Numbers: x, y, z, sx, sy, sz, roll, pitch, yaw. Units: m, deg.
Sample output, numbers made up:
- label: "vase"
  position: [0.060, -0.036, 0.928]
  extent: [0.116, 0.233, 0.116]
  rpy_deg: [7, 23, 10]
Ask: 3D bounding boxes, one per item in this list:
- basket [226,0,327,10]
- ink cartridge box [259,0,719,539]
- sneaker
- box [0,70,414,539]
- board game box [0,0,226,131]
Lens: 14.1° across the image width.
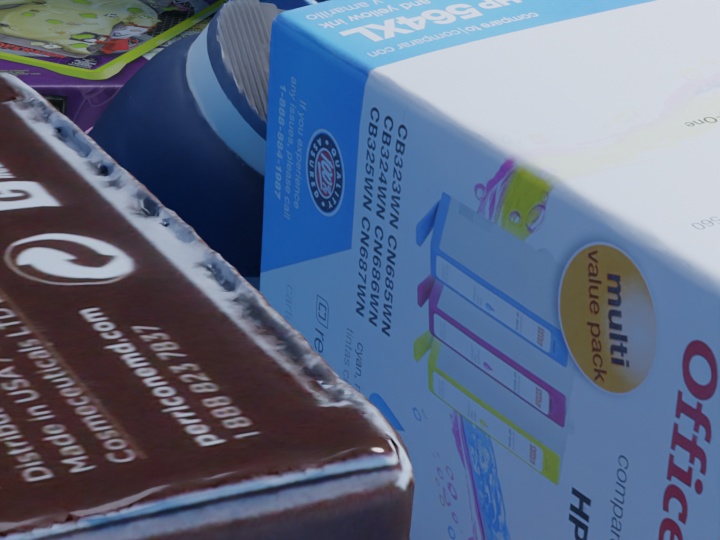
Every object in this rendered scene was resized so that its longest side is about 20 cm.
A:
- label: "basket"
  position: [0.017, -0.114, 0.877]
  extent: [0.139, 0.176, 0.200]
  rpy_deg: [-32, 35, 27]
- label: "ink cartridge box"
  position: [0.081, 0.022, 0.647]
  extent: [0.125, 0.129, 0.200]
  rpy_deg: [-13, 30, -31]
- label: "sneaker"
  position: [0.000, 0.000, 0.781]
  extent: [0.200, 0.082, 0.070]
  rpy_deg: [35, 31, -40]
- label: "box"
  position: [-0.104, 0.094, 0.477]
  extent: [0.164, 0.201, 0.166]
  rpy_deg: [-11, 29, -26]
- label: "board game box"
  position: [-0.121, -0.067, 0.900]
  extent: [0.199, 0.032, 0.120]
  rpy_deg: [-1, 28, -18]
